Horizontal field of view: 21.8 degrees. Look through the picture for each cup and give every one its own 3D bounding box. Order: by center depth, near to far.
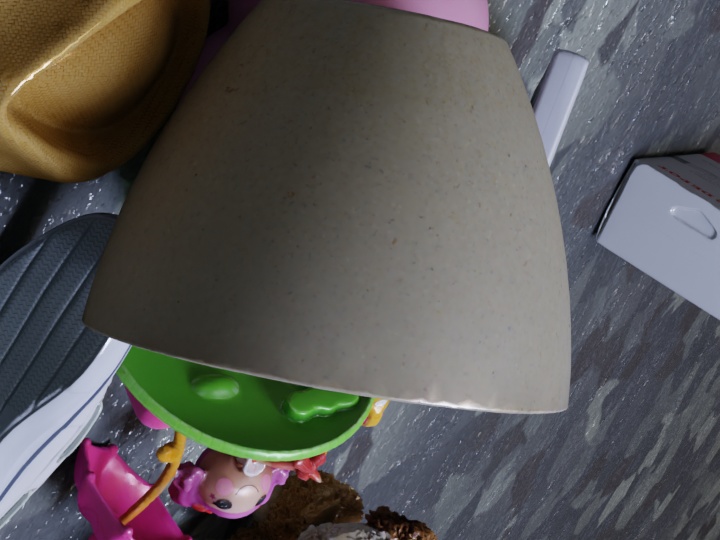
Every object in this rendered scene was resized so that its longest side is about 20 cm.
[{"bbox_3d":[-0.003,-0.032,0.760,0.200,0.200,0.144,5,95,-65],"label":"cup"}]

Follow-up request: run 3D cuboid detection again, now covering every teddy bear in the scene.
[{"bbox_3d":[-0.085,0.208,1.252,0.145,0.067,0.200,-1,129,-53],"label":"teddy bear"}]

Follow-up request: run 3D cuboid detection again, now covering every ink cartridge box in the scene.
[{"bbox_3d":[0.309,-0.031,1.599,0.200,0.146,0.083,-10,130,-59],"label":"ink cartridge box"}]

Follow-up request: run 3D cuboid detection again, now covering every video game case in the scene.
[{"bbox_3d":[0.080,-0.022,1.086,0.182,0.023,0.201,39,72,-88],"label":"video game case"}]

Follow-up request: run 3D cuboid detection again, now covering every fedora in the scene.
[{"bbox_3d":[-0.120,-0.092,0.721,0.201,0.082,0.201,-44,154,-27],"label":"fedora"}]

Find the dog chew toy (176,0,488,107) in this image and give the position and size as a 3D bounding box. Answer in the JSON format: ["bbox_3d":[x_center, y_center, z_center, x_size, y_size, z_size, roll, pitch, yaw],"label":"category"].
[{"bbox_3d":[-0.030,-0.081,0.885,0.200,0.125,0.124,-53,159,15],"label":"dog chew toy"}]

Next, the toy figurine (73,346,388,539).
[{"bbox_3d":[-0.073,0.088,1.001,0.200,0.150,0.184,-4,142,-34],"label":"toy figurine"}]

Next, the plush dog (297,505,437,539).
[{"bbox_3d":[-0.016,0.241,1.190,0.200,0.160,0.172,-24,121,-30],"label":"plush dog"}]

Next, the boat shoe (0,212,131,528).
[{"bbox_3d":[-0.157,0.054,0.876,0.200,0.074,0.067,-48,160,14],"label":"boat shoe"}]
